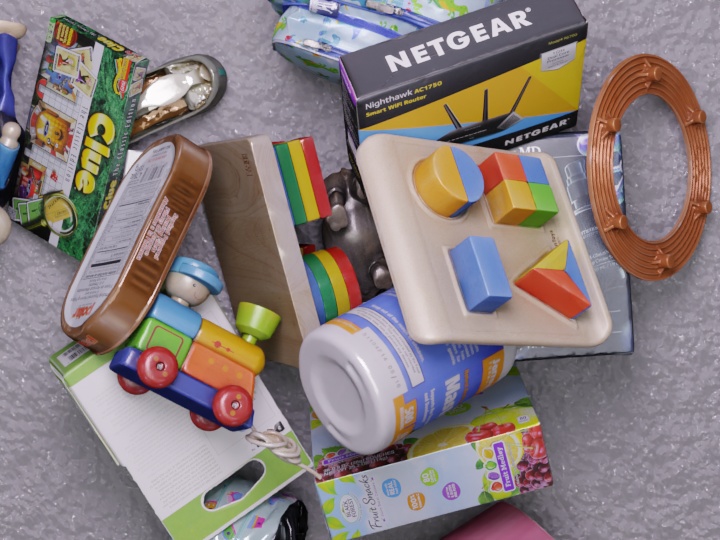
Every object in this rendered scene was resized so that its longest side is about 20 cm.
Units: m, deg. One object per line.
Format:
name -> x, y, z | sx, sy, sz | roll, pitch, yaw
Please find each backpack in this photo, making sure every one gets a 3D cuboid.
backpack -> -0.121, 0.289, 1.504 | 0.126, 0.167, 0.201 | 17, 89, 4
backpack -> 0.019, -0.228, 1.437 | 0.199, 0.183, 0.147 | 14, 91, 0

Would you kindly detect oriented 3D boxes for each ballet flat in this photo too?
ballet flat -> -0.217, -0.146, 1.509 | 0.199, 0.064, 0.068 | -24, 94, 3

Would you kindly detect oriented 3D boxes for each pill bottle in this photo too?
pill bottle -> 0.057, 0.060, 1.362 | 0.200, 0.112, 0.112 | -27, 95, -31

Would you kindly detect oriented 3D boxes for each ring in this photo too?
ring -> 0.262, -0.091, 1.463 | 0.019, 0.200, 0.201 | 1, 97, 42

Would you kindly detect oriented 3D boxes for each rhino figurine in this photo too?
rhino figurine -> 0.000, 0.000, 1.506 | 0.060, 0.087, 0.201 | -10, 110, -5

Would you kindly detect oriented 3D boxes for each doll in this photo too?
doll -> -0.325, -0.116, 1.483 | 0.048, 0.136, 0.201 | 4, 72, -19

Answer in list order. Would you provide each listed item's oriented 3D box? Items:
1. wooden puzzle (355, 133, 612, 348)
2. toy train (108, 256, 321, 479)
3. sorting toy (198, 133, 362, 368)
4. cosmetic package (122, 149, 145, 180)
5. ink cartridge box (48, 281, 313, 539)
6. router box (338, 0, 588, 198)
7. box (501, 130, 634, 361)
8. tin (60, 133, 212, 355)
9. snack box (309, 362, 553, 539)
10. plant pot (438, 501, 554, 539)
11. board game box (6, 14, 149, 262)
wooden puzzle -> 0.108, -0.029, 1.337 | 0.199, 0.046, 0.186 | 1, 62, -35
toy train -> -0.098, 0.080, 1.389 | 0.200, 0.085, 0.116 | 29, 73, -16
sorting toy -> -0.069, -0.024, 1.459 | 0.069, 0.200, 0.199 | -17, 98, -19
cosmetic package -> -0.200, -0.008, 1.512 | 0.050, 0.083, 0.201 | 10, 94, -1
ink cartridge box -> -0.157, 0.125, 1.458 | 0.148, 0.076, 0.200 | -34, 109, -13
router box -> 0.084, -0.147, 1.374 | 0.199, 0.149, 0.051 | -20, 61, -7
box -> 0.162, -0.023, 1.497 | 0.148, 0.107, 0.201 | -5, 94, 1
tin -> -0.190, -0.025, 1.395 | 0.042, 0.112, 0.200 | 31, 70, -23
snack box -> 0.058, 0.154, 1.479 | 0.199, 0.169, 0.068 | -14, 109, 2
plant pot -> 0.108, 0.315, 1.495 | 0.179, 0.200, 0.200 | -44, 94, -12
board game box -> -0.255, -0.116, 1.482 | 0.105, 0.023, 0.201 | 27, 115, 22
